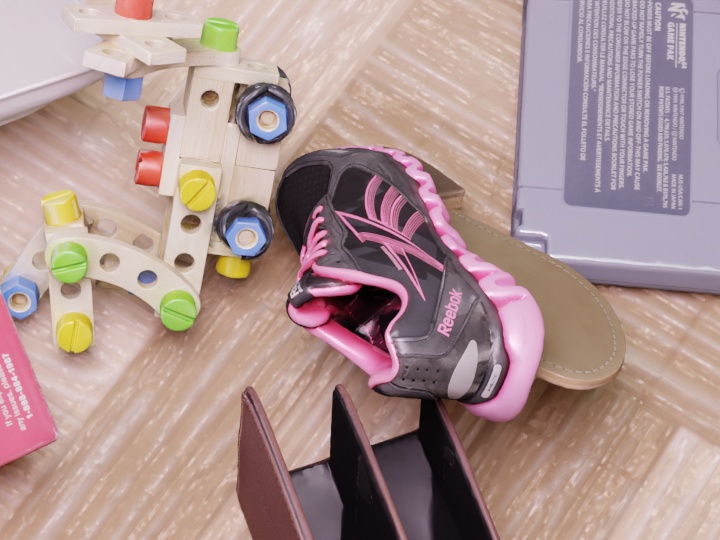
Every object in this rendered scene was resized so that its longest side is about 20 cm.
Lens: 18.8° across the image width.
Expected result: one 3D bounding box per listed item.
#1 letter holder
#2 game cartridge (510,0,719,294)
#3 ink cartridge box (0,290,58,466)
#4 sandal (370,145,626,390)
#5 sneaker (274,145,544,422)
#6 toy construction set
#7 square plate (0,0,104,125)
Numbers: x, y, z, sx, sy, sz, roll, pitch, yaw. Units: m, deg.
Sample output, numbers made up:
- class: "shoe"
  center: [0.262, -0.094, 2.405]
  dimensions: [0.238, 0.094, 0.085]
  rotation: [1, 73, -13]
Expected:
- class: "letter holder"
  center: [0.021, 0.147, 0.969]
  dimensions: [0.100, 0.142, 0.200]
  rotation: [-16, 64, -10]
- class: "game cartridge"
  center: [0.149, -0.082, 1.153]
  dimensions: [0.133, 0.042, 0.201]
  rotation: [7, 63, -3]
- class: "ink cartridge box"
  center: [-0.262, 0.052, 0.993]
  dimensions: [0.200, 0.083, 0.146]
  rotation: [-24, 100, -23]
- class: "sandal"
  center: [0.054, 0.019, 1.086]
  dimensions: [0.077, 0.070, 0.212]
  rotation: [-12, 40, -33]
- class: "sneaker"
  center: [0.000, 0.000, 1.013]
  dimensions: [0.095, 0.079, 0.200]
  rotation: [-3, 29, -32]
- class: "toy construction set"
  center: [-0.102, -0.052, 1.050]
  dimensions: [0.131, 0.200, 0.092]
  rotation: [8, 37, -10]
- class: "square plate"
  center: [-0.237, -0.102, 1.109]
  dimensions: [0.200, 0.029, 0.198]
  rotation: [-23, 34, -13]
